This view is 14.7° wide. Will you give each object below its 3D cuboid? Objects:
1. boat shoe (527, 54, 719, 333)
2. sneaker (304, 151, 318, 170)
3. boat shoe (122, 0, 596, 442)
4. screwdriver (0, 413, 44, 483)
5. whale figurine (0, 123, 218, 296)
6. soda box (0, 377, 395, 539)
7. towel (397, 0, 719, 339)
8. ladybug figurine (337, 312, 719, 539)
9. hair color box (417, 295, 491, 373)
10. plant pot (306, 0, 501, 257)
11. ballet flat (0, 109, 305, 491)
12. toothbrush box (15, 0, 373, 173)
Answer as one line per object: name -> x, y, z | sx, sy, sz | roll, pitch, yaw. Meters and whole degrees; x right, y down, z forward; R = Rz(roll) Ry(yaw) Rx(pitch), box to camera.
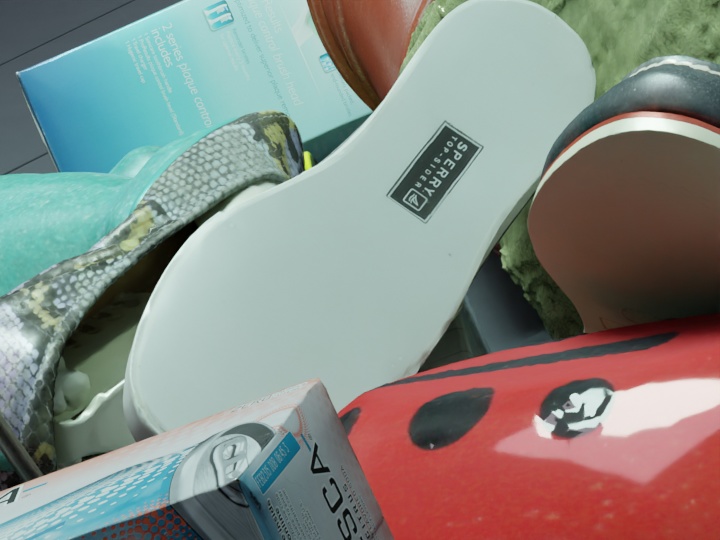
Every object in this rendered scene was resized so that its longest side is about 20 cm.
boat shoe -> 0.090, -0.012, 0.732 | 0.071, 0.200, 0.063 | 19, 72, 16
sneaker -> -0.049, 0.000, 1.114 | 0.084, 0.074, 0.200 | -24, 4, -12
boat shoe -> 0.000, 0.000, 0.807 | 0.200, 0.071, 0.064 | -45, -8, -37
screwdriver -> -0.077, 0.054, 0.683 | 0.028, 0.200, 0.029 | -35, 20, -8
whale figurine -> -0.112, 0.004, 1.011 | 0.200, 0.104, 0.159 | -39, 19, 52
soda box -> -0.091, 0.092, 0.635 | 0.200, 0.064, 0.068 | -21, 11, 20
towel -> 0.086, -0.069, 0.857 | 0.036, 0.148, 0.200 | -12, -32, -36
ladybug figurine -> 0.060, 0.055, 0.681 | 0.200, 0.072, 0.136 | -11, 7, 26
hair color box -> -0.004, 0.052, 0.859 | 0.099, 0.061, 0.200 | -23, 13, 4
plant pot -> 0.081, -0.099, 1.048 | 0.201, 0.201, 0.195 | -22, 21, 5
ballet flat -> -0.057, 0.013, 0.861 | 0.072, 0.072, 0.200 | -11, 19, 41
toothbrush box -> -0.042, -0.079, 1.277 | 0.200, 0.085, 0.146 | -23, -8, -1
